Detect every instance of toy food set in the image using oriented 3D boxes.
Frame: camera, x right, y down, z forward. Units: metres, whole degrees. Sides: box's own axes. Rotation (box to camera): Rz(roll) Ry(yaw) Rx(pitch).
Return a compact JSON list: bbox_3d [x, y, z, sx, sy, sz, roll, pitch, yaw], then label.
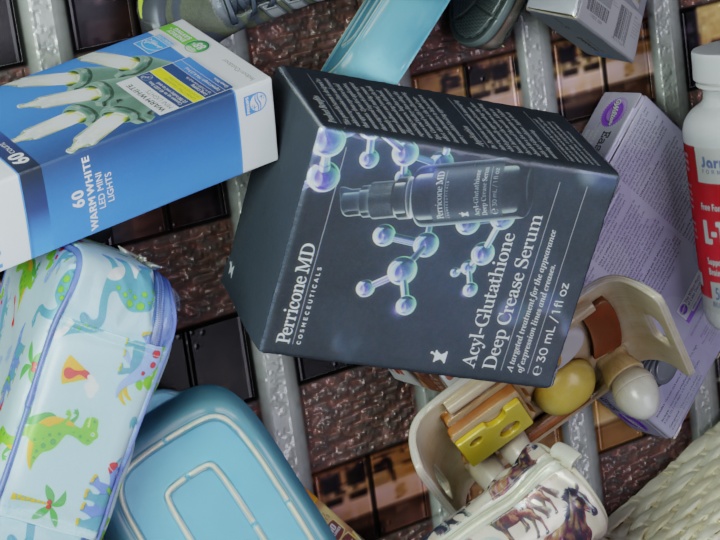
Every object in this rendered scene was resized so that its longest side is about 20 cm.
[{"bbox_3d":[0.132,0.097,1.478,0.200,0.060,0.144,-36,151,0],"label":"toy food set"}]

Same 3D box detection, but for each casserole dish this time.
[{"bbox_3d":[-0.083,0.165,1.327,0.121,0.039,0.201,-33,96,-12],"label":"casserole dish"},{"bbox_3d":[0.030,-0.177,1.411,0.039,0.121,0.200,34,77,-10],"label":"casserole dish"}]

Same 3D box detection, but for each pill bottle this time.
[{"bbox_3d":[0.289,-0.063,1.544,0.112,0.112,0.201,-17,105,-31],"label":"pill bottle"}]

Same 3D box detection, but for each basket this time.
[{"bbox_3d":[0.293,0.198,1.632,0.200,0.135,0.124,-36,111,-25],"label":"basket"}]

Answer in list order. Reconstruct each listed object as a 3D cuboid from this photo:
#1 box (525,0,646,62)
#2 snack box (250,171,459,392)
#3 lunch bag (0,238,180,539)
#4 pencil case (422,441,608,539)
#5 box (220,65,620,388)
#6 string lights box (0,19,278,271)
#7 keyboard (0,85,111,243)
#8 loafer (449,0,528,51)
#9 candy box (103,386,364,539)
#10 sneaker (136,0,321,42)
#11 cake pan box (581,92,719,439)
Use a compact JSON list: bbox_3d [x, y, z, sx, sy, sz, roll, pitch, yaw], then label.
[{"bbox_3d":[0.175,-0.257,1.493,0.156,0.041,0.201,13,91,-68],"label":"box"},{"bbox_3d":[0.000,0.000,1.437,0.024,0.072,0.200,-45,119,-19],"label":"snack box"},{"bbox_3d":[-0.183,0.078,1.270,0.082,0.161,0.201,19,89,-24],"label":"lunch bag"},{"bbox_3d":[0.068,0.193,1.417,0.200,0.078,0.090,-35,148,-11],"label":"pencil case"},{"bbox_3d":[0.034,-0.026,1.331,0.199,0.107,0.149,8,112,-20],"label":"box"},{"bbox_3d":[-0.158,-0.073,1.256,0.199,0.103,0.059,-24,128,-28],"label":"string lights box"},{"bbox_3d":[-0.228,-0.066,1.292,0.199,0.040,0.105,2,97,-35],"label":"keyboard"},{"bbox_3d":[0.118,-0.242,1.487,0.063,0.072,0.201,19,84,-41],"label":"loafer"},{"bbox_3d":[-0.082,0.182,1.417,0.200,0.055,0.116,45,73,-32],"label":"candy box"},{"bbox_3d":[-0.053,-0.193,1.367,0.200,0.081,0.074,-33,114,-26],"label":"sneaker"},{"bbox_3d":[0.206,-0.006,1.591,0.184,0.052,0.201,37,76,-35],"label":"cake pan box"}]
